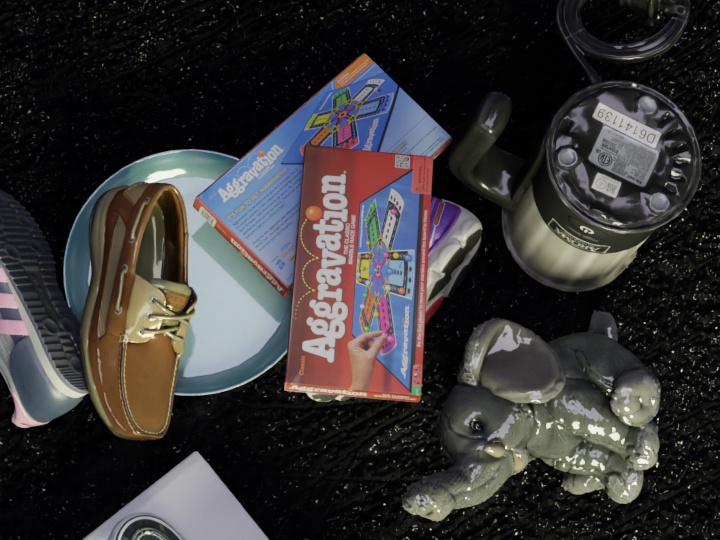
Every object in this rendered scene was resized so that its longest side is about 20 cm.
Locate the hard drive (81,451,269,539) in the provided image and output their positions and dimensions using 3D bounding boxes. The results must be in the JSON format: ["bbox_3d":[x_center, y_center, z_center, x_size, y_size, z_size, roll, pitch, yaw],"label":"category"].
[{"bbox_3d":[-0.159,0.247,1.341,0.200,0.026,0.132,-37,85,-25],"label":"hard drive"}]

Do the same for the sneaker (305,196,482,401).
[{"bbox_3d":[0.013,0.021,1.426,0.083,0.081,0.200,33,67,21],"label":"sneaker"}]

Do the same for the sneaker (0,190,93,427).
[{"bbox_3d":[-0.273,0.029,1.389,0.082,0.070,0.200,-40,61,26],"label":"sneaker"}]

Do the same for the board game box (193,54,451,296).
[{"bbox_3d":[-0.028,-0.079,1.436,0.103,0.019,0.200,45,64,4],"label":"board game box"}]

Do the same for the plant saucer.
[{"bbox_3d":[-0.135,0.003,1.428,0.200,0.027,0.201,1,75,-5],"label":"plant saucer"}]

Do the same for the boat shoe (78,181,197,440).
[{"bbox_3d":[-0.163,0.026,1.354,0.076,0.074,0.201,10,70,-47],"label":"boat shoe"}]

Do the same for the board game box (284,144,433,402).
[{"bbox_3d":[0.000,0.000,1.373,0.103,0.019,0.200,5,66,-3],"label":"board game box"}]

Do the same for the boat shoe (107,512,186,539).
[{"bbox_3d":[-0.126,0.264,1.293,0.073,0.068,0.200,-14,75,-21],"label":"boat shoe"}]

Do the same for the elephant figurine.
[{"bbox_3d":[0.118,0.107,1.367,0.199,0.155,0.142,4,97,-14],"label":"elephant figurine"}]

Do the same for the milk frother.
[{"bbox_3d":[0.188,-0.111,1.406,0.180,0.188,0.200,43,75,5],"label":"milk frother"}]
